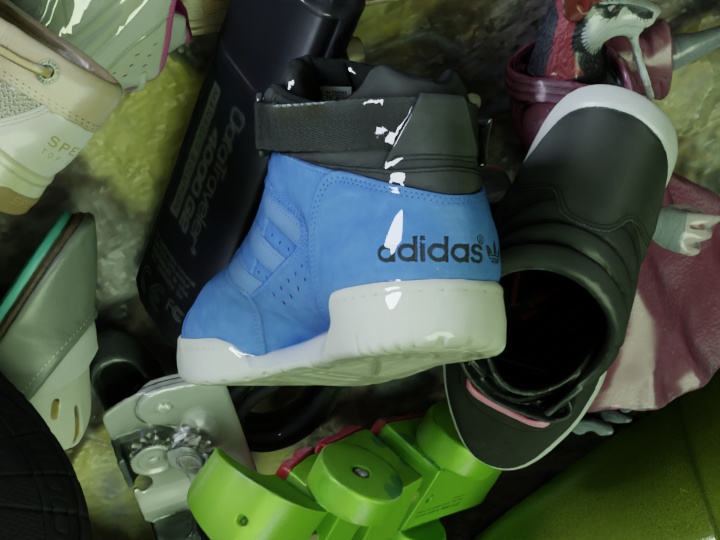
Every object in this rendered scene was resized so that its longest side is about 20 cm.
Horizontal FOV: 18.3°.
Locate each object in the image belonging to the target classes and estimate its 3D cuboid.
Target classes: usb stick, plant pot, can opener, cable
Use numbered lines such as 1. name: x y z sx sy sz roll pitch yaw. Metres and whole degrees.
1. usb stick: -0.045 -0.046 0.851 0.033 0.055 0.200 -16 145 -35
2. plant pot: 0.132 0.162 1.014 0.193 0.201 0.201 -24 129 13
3. can opener: -0.067 0.100 0.971 0.053 0.067 0.200 -18 136 -2
4. cable: 0.000 0.000 0.917 0.097 0.050 0.200 1 141 -20

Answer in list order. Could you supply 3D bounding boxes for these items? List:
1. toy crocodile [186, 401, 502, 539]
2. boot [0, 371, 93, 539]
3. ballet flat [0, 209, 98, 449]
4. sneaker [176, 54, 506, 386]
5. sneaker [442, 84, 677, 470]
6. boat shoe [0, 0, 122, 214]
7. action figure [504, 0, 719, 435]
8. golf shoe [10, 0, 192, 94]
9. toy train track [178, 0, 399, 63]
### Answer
1. toy crocodile: 0.003 0.093 0.954 0.200 0.062 0.068 -13 139 -54
2. boot: -0.190 0.096 0.844 0.073 0.200 0.151 4 131 -52
3. ballet flat: -0.145 0.062 0.904 0.064 0.067 0.200 36 113 -7
4. sneaker: -0.012 -0.017 0.802 0.077 0.200 0.112 1 82 -23
5. sneaker: 0.059 0.030 0.842 0.071 0.099 0.200 24 137 6
6. boat shoe: -0.165 -0.108 0.741 0.200 0.072 0.065 45 101 0
7. action figure: 0.100 -0.042 0.926 0.149 0.134 0.200 -2 122 33
8. golf shoe: -0.114 -0.077 0.817 0.091 0.075 0.200 24 113 -31
9. toy train track: -0.021 -0.068 0.883 0.114 0.033 0.200 -11 127 -12
